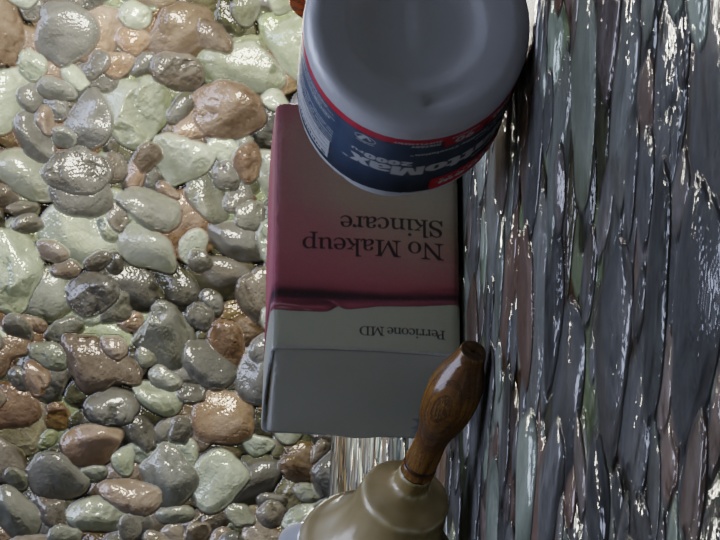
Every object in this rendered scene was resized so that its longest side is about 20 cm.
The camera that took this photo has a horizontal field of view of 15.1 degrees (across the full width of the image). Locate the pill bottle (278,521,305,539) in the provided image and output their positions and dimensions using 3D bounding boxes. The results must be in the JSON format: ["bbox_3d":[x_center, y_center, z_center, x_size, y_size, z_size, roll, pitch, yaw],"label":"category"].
[{"bbox_3d":[-0.006,0.279,1.884,0.111,0.110,0.202,101,171,-73],"label":"pill bottle"}]

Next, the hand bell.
[{"bbox_3d":[0.037,0.114,1.629,0.201,0.103,0.105,112,164,-44],"label":"hand bell"}]

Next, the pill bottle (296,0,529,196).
[{"bbox_3d":[0.025,-0.107,1.492,0.200,0.119,0.121,102,170,-78],"label":"pill bottle"}]

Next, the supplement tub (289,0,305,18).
[{"bbox_3d":[-0.018,-0.341,2.598,0.123,0.121,0.201,98,174,-66],"label":"supplement tub"}]

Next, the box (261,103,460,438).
[{"bbox_3d":[0.000,0.000,1.827,0.109,0.127,0.201,98,173,-55],"label":"box"}]
